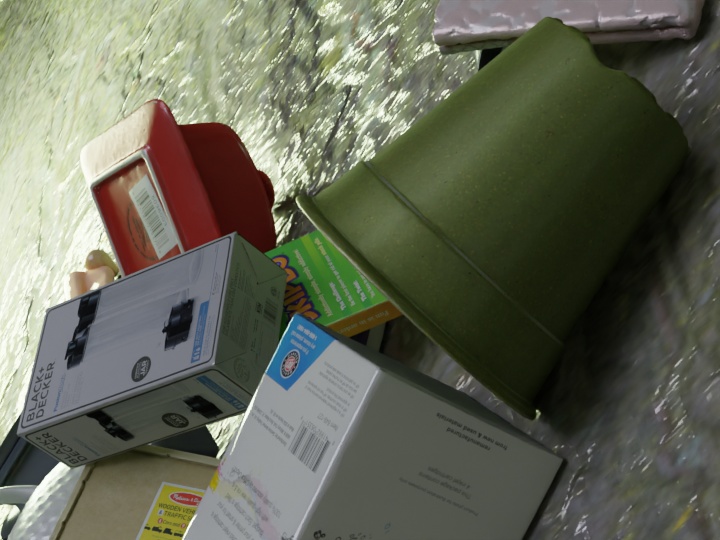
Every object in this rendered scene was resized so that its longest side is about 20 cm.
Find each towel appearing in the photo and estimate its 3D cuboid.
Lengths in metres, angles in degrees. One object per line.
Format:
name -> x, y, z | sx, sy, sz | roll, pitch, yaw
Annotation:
towel -> 0.153, -0.238, 1.107 | 0.190, 0.032, 0.201 | -1, 61, 27

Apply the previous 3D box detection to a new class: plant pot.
plant pot -> 0.096, -0.045, 0.983 | 0.190, 0.200, 0.200 | -47, 27, 4

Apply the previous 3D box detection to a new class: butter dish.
butter dish -> -0.145, -0.057, 1.490 | 0.199, 0.147, 0.201 | -21, 90, 56

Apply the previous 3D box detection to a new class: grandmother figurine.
grandmother figurine -> -0.297, 0.063, 1.753 | 0.122, 0.060, 0.200 | -62, 21, 23

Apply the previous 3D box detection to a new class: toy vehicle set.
toy vehicle set -> -0.130, 0.192, 1.143 | 0.199, 0.027, 0.125 | 7, 59, 31

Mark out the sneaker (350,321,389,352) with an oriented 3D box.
sneaker -> -0.045, 0.097, 1.196 | 0.076, 0.087, 0.201 | -31, 40, 48

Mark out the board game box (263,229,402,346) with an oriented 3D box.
board game box -> 0.000, 0.000, 1.163 | 0.199, 0.030, 0.096 | -21, 46, 12

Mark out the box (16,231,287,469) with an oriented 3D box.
box -> -0.152, 0.061, 1.166 | 0.199, 0.060, 0.117 | -20, 48, 34

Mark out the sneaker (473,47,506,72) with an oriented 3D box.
sneaker -> 0.116, -0.150, 1.154 | 0.073, 0.081, 0.201 | -13, 61, 9

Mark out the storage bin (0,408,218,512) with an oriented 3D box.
storage bin -> -0.215, 0.171, 1.424 | 0.200, 0.145, 0.134 | -54, 54, 18

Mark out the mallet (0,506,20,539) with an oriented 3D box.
mallet -> -0.279, 0.210, 1.565 | 0.200, 0.066, 0.041 | -50, 29, 26

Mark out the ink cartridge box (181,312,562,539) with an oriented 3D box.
ink cartridge box -> -0.004, 0.158, 0.993 | 0.201, 0.144, 0.147 | -63, 26, 1

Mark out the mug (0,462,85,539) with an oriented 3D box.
mug -> -0.236, 0.234, 1.265 | 0.148, 0.199, 0.176 | 88, -168, -59
